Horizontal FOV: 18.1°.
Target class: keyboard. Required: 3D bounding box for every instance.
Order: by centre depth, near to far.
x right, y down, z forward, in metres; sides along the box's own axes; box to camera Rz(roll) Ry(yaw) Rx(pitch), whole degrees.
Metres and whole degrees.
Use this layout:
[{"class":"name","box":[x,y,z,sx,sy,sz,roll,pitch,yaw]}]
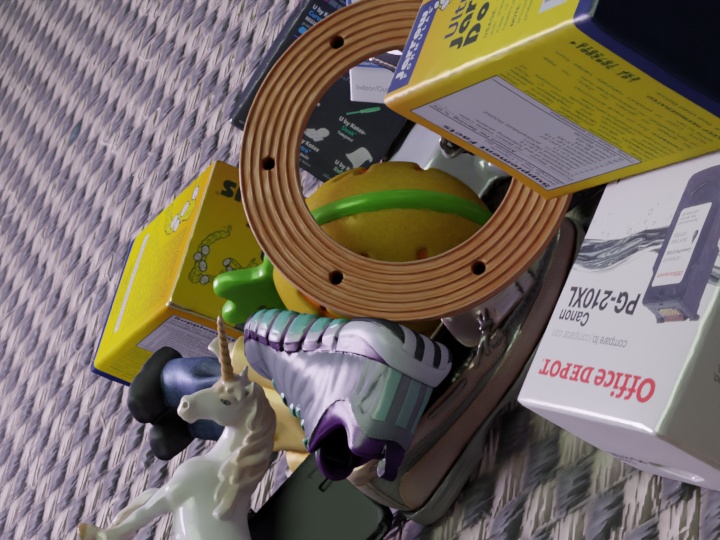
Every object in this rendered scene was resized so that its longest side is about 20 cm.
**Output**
[{"class":"keyboard","box":[-0.065,0.195,1.363,0.200,0.040,0.104,-47,55,5]}]

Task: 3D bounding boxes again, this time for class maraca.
[{"class":"maraca","box":[0.000,0.000,1.379,0.200,0.137,0.108,-28,49,38]}]

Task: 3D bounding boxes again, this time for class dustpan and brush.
[{"class":"dustpan and brush","box":[0.066,-0.063,1.436,0.140,0.057,0.200,-62,13,-27]}]

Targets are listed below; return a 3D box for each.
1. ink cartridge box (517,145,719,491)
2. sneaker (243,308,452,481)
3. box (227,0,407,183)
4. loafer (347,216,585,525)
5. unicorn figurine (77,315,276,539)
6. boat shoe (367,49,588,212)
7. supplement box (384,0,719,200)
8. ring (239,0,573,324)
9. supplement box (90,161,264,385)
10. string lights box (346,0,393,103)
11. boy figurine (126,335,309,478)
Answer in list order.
[{"class":"ink cartridge box","box":[0.174,-0.003,1.077,0.201,0.084,0.145,-67,21,-7]},{"class":"sneaker","box":[-0.025,0.073,1.295,0.200,0.074,0.088,-3,65,64]},{"class":"box","box":[0.010,-0.169,1.550,0.200,0.106,0.122,-56,7,22]},{"class":"loafer","box":[0.060,0.050,1.302,0.201,0.063,0.072,-62,22,7]},{"class":"unicorn figurine","box":[-0.098,0.151,1.342,0.137,0.074,0.201,-24,74,9]},{"class":"boat shoe","box":[0.063,-0.095,1.351,0.199,0.073,0.063,29,99,34]},{"class":"supplement box","box":[0.115,-0.119,1.081,0.200,0.108,0.110,-15,50,62]},{"class":"ring","box":[0.028,-0.065,1.293,0.019,0.199,0.201,52,-123,-68]},{"class":"supplement box","box":[-0.099,0.018,1.574,0.200,0.108,0.110,-34,37,63]},{"class":"string lights box","box":[0.045,-0.207,1.421,0.059,0.102,0.201,-38,-51,-58]},{"class":"boy figurine","box":[-0.051,0.096,1.447,0.199,0.125,0.064,5,41,37]}]
